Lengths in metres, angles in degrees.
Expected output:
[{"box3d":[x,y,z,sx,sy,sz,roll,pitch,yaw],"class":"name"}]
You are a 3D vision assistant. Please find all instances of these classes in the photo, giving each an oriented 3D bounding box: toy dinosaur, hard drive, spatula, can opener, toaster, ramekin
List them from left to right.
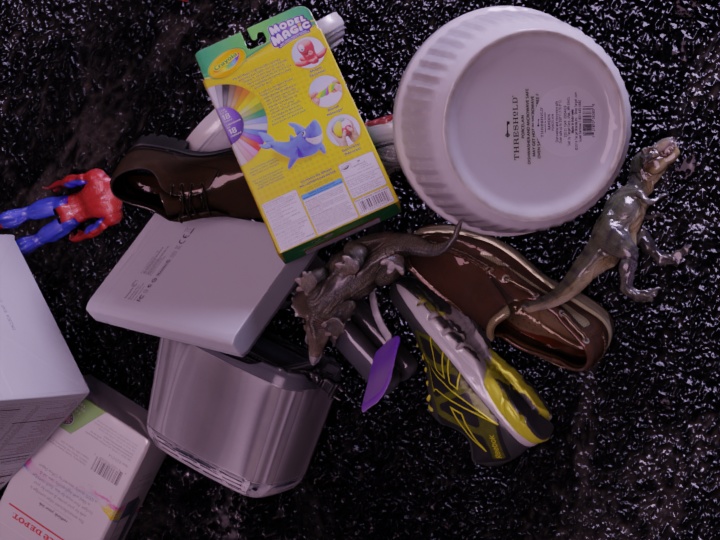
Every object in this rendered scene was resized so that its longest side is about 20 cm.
[{"box3d":[-0.146,0.006,1.418,0.200,0.027,0.132,10,56,41],"class":"hard drive"},{"box3d":[-0.107,0.123,1.441,0.200,0.114,0.129,24,106,26],"class":"toaster"},{"box3d":[-0.034,0.039,1.460,0.200,0.053,0.067,48,139,8],"class":"can opener"},{"box3d":[0.000,0.000,1.349,0.077,0.102,0.200,44,106,-5],"class":"toy dinosaur"},{"box3d":[0.016,0.028,1.407,0.021,0.057,0.200,8,65,-23],"class":"spatula"},{"box3d":[0.133,-0.125,1.314,0.200,0.105,0.200,-1,97,-10],"class":"ramekin"},{"box3d":[0.232,-0.019,1.348,0.088,0.047,0.200,36,78,8],"class":"toy dinosaur"}]

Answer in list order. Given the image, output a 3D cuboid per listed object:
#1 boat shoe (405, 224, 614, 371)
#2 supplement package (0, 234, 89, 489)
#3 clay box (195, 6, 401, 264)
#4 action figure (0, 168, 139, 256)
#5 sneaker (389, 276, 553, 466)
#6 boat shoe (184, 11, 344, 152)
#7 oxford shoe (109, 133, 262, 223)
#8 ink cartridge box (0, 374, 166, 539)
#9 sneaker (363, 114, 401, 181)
[{"box3d":[0.126,0.025,1.369,0.202,0.075,0.075,25,125,9],"class":"boat shoe"},{"box3d":[-0.399,0.099,1.475,0.200,0.147,0.191,-45,63,30],"class":"supplement package"},{"box3d":[-0.056,-0.120,1.355,0.115,0.048,0.200,-24,77,0],"class":"clay box"},{"box3d":[-0.293,-0.056,1.524,0.200,0.052,0.065,-19,93,25],"class":"action figure"},{"box3d":[0.083,0.094,1.407,0.085,0.074,0.200,-46,75,26],"class":"sneaker"},{"box3d":[-0.078,-0.155,1.439,0.200,0.072,0.069,-41,91,15],"class":"boat shoe"},{"box3d":[-0.139,-0.069,1.415,0.200,0.084,0.073,6,126,25],"class":"oxford shoe"},{"box3d":[-0.280,0.218,1.535,0.117,0.067,0.200,31,102,14],"class":"ink cartridge box"},{"box3d":[0.009,-0.094,1.419,0.200,0.078,0.082,-17,94,27],"class":"sneaker"}]
